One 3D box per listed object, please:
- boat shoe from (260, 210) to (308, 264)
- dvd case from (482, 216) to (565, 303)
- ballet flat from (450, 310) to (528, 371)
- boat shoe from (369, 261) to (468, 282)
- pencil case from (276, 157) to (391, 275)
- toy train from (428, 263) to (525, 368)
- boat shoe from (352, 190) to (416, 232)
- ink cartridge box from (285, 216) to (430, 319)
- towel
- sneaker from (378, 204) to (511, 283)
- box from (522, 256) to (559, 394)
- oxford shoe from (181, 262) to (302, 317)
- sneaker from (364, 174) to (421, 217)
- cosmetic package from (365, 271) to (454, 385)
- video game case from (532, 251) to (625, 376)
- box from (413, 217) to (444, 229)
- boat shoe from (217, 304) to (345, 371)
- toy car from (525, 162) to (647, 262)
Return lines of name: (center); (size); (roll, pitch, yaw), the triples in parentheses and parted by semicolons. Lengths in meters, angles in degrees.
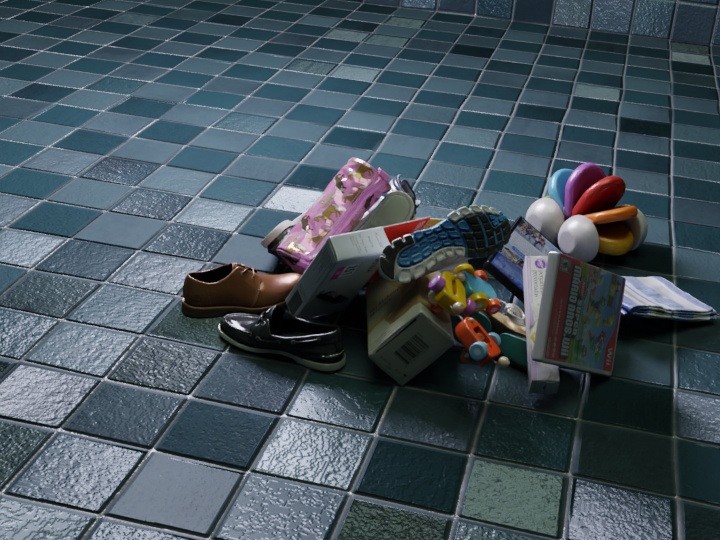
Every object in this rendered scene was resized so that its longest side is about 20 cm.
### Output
boat shoe: (-0.105, -0.055, 1.774); (0.060, 0.074, 0.200); (49, 15, 1)
dvd case: (0.280, -0.003, 1.695); (0.143, 0.018, 0.200); (41, 34, 2)
ballet flat: (0.200, 0.093, 1.530); (0.200, 0.069, 0.063); (29, 26, 24)
boat shoe: (0.075, -0.025, 1.710); (0.201, 0.086, 0.075); (6, 26, 7)
pencil case: (-0.039, -0.080, 1.604); (0.086, 0.083, 0.200); (32, 75, 21)
toy train: (0.151, 0.066, 1.432); (0.150, 0.056, 0.200); (49, 25, 6)
boat shoe: (0.013, -0.044, 1.672); (0.072, 0.201, 0.061); (46, 12, 5)
ink cartridge box: (0.000, 0.000, 1.548); (0.173, 0.200, 0.044); (-12, 68, -28)
towel: (0.444, 0.038, 1.661); (0.200, 0.024, 0.147); (4, 22, -32)
sneaker: (0.111, -0.035, 1.470); (0.200, 0.075, 0.087); (-18, -5, -12)
box: (0.249, 0.073, 1.464); (0.039, 0.041, 0.200); (1, 57, 2)
oxford shoe: (-0.171, 0.021, 1.605); (0.200, 0.071, 0.071); (-7, 27, -25)
sneaker: (0.038, -0.114, 1.821); (0.108, 0.070, 0.200); (-39, 13, 0)
cosmetic package: (0.067, 0.061, 1.502); (0.071, 0.105, 0.200); (42, 17, -19)
video game case: (0.298, 0.063, 1.427); (0.017, 0.143, 0.200); (6, -6, 40)
box: (0.144, -0.067, 1.804); (0.200, 0.042, 0.119); (4, -1, -5)
boat shoe: (-0.112, 0.082, 1.492); (0.199, 0.066, 0.074); (18, 30, 26)
toy car: (0.401, -0.112, 1.859); (0.175, 0.150, 0.200); (-14, 32, -32)
